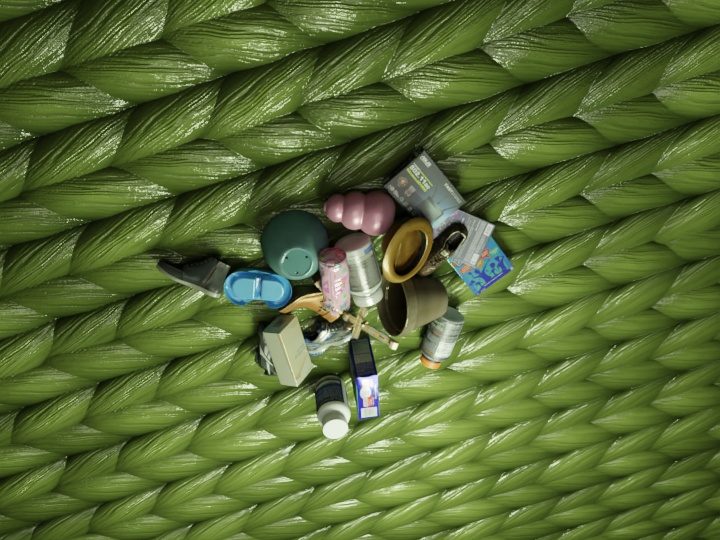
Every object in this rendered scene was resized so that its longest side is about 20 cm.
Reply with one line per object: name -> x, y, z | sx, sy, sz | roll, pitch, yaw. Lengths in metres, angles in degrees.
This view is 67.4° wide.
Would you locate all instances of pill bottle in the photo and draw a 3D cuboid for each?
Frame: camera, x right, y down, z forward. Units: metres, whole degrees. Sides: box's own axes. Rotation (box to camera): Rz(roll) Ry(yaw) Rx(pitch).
pill bottle -> -0.092, 0.452, 1.785 | 0.110, 0.201, 0.112 | -4, 119, -7
pill bottle -> 0.000, 0.000, 1.603 | 0.112, 0.114, 0.202 | -16, 119, 0
pill bottle -> 0.259, 0.223, 1.771 | 0.105, 0.107, 0.202 | 11, 116, -15

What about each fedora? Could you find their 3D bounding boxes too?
fedora -> 0.116, -0.066, 1.513 | 0.199, 0.082, 0.202 | -24, 132, -30

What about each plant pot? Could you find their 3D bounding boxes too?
plant pot -> -0.183, -0.052, 1.534 | 0.197, 0.135, 0.202 | -4, 119, -7
plant pot -> 0.167, 0.093, 1.652 | 0.172, 0.200, 0.202 | -5, 120, -24

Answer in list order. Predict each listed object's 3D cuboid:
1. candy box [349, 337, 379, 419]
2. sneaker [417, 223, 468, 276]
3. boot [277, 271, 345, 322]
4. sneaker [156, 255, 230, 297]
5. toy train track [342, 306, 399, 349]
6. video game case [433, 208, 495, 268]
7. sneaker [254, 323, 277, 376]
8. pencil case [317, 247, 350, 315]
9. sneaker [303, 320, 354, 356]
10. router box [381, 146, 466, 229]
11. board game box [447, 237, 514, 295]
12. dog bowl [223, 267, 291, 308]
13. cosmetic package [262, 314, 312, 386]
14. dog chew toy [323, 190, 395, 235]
candy box -> 0.011, 0.343, 1.743 | 0.076, 0.201, 0.171 | -5, 118, -4
sneaker -> 0.232, -0.057, 1.574 | 0.070, 0.076, 0.200 | 40, 105, -7
boot -> -0.140, 0.108, 1.666 | 0.199, 0.074, 0.155 | -32, 123, 12
sneaker -> -0.478, -0.009, 1.556 | 0.198, 0.075, 0.107 | 24, 91, -7
toy train track -> 0.024, 0.184, 1.636 | 0.199, 0.032, 0.116 | 28, 119, 20
video game case -> 0.281, -0.110, 1.604 | 0.198, 0.019, 0.144 | 23, 107, -1
sneaker -> -0.306, 0.263, 1.725 | 0.089, 0.067, 0.202 | -14, 117, 8
pencil case -> -0.073, 0.032, 1.539 | 0.086, 0.088, 0.202 | -6, 131, -6
sneaker -> -0.098, 0.198, 1.720 | 0.199, 0.077, 0.086 | -30, 115, 7
router box -> 0.179, -0.222, 1.524 | 0.150, 0.062, 0.200 | -40, 108, 13
board game box -> 0.363, -0.037, 1.679 | 0.152, 0.045, 0.200 | -38, 116, 12
dog bowl -> -0.304, 0.048, 1.612 | 0.197, 0.050, 0.113 | 6, 115, -7
cosmetic package -> -0.226, 0.250, 1.691 | 0.072, 0.104, 0.202 | 0, 119, 29
dog chew toy -> -0.005, -0.167, 1.514 | 0.197, 0.125, 0.126 | 8, 117, -3
